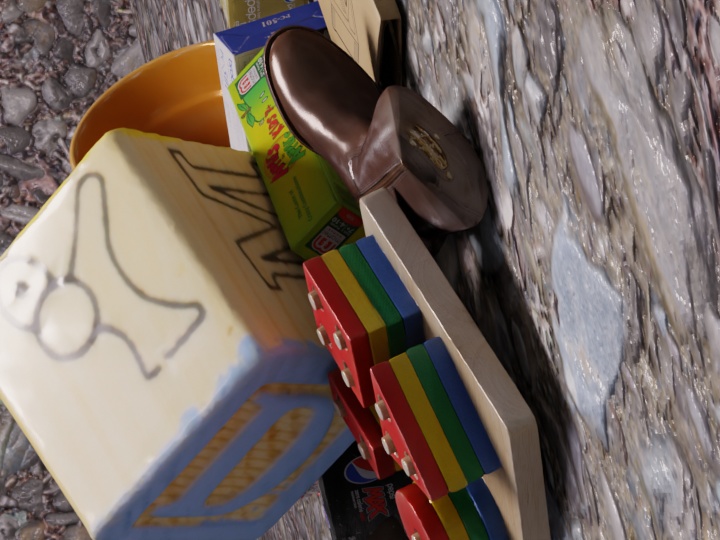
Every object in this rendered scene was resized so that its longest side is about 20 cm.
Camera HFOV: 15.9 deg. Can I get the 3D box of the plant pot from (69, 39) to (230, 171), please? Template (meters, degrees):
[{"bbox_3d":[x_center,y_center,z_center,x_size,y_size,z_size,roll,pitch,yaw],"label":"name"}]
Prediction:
[{"bbox_3d":[-0.123,-0.066,2.220,0.200,0.199,0.184,-115,-1,-54],"label":"plant pot"}]

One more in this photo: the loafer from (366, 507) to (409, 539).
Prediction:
[{"bbox_3d":[0.048,0.257,1.818,0.201,0.071,0.073,65,176,-20],"label":"loafer"}]

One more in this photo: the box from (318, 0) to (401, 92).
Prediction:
[{"bbox_3d":[-0.008,-0.195,1.762,0.164,0.021,0.201,89,166,-57],"label":"box"}]

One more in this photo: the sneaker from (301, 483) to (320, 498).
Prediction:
[{"bbox_3d":[-0.021,0.150,2.010,0.202,0.107,0.068,77,179,-69],"label":"sneaker"}]

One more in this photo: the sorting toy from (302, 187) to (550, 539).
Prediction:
[{"bbox_3d":[0.038,0.090,1.557,0.199,0.069,0.200,58,167,37],"label":"sorting toy"}]

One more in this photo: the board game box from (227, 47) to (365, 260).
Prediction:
[{"bbox_3d":[-0.021,-0.065,1.779,0.101,0.048,0.200,33,-159,-35],"label":"board game box"}]

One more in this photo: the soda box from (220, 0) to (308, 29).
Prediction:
[{"bbox_3d":[-0.097,-0.286,2.059,0.064,0.067,0.201,88,166,-51],"label":"soda box"}]

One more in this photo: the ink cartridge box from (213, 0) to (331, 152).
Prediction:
[{"bbox_3d":[-0.046,-0.093,1.910,0.044,0.094,0.201,-131,27,-52],"label":"ink cartridge box"}]

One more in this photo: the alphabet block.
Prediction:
[{"bbox_3d":[-0.116,0.048,1.722,0.200,0.195,0.196,54,-159,24],"label":"alphabet block"}]

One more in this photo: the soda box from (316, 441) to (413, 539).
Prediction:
[{"bbox_3d":[0.001,0.141,1.877,0.200,0.070,0.064,79,174,-50],"label":"soda box"}]

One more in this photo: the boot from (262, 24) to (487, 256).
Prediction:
[{"bbox_3d":[0.008,-0.093,1.588,0.187,0.064,0.200,52,173,3],"label":"boot"}]
